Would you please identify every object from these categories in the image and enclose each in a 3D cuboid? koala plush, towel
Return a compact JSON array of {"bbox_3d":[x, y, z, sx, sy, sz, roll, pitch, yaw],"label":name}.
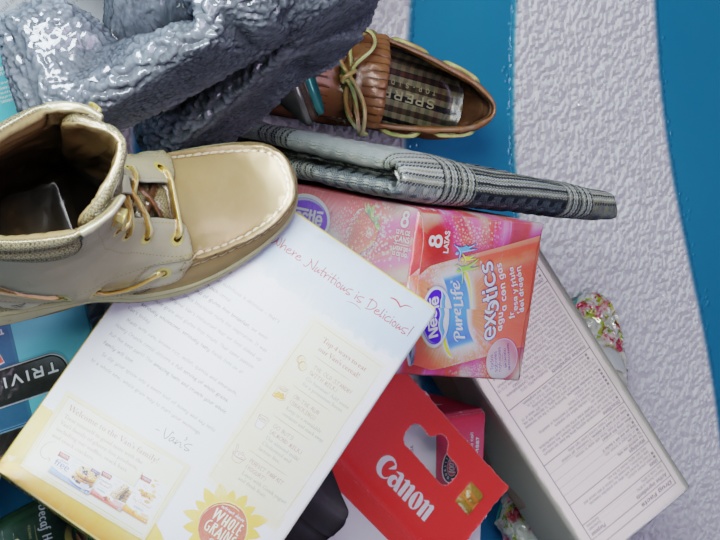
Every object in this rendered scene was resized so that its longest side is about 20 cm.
[{"bbox_3d":[-0.099,-0.182,0.961,0.200,0.184,0.177,63,18,12],"label":"koala plush"},{"bbox_3d":[0.025,-0.063,1.143,0.192,0.200,0.035,4,96,-43],"label":"towel"}]

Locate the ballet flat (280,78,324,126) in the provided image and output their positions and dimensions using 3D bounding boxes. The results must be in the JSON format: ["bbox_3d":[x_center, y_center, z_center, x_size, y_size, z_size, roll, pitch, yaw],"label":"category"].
[{"bbox_3d":[-0.076,-0.173,1.107,0.064,0.067,0.200,-16,86,4],"label":"ballet flat"}]

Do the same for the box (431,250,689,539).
[{"bbox_3d":[0.123,0.091,1.281,0.095,0.078,0.200,-35,100,-18],"label":"box"}]

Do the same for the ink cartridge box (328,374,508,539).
[{"bbox_3d":[0.007,0.178,1.140,0.200,0.050,0.161,-49,133,-9],"label":"ink cartridge box"}]

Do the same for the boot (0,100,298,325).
[{"bbox_3d":[-0.112,-0.035,0.897,0.200,0.155,0.073,-14,78,-17],"label":"boot"}]

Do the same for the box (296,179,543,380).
[{"bbox_3d":[0.000,0.000,1.130,0.103,0.200,0.095,5,96,-39],"label":"box"}]

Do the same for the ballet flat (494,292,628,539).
[{"bbox_3d":[0.160,0.114,1.370,0.076,0.064,0.200,26,80,-40],"label":"ballet flat"}]

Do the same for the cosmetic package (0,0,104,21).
[{"bbox_3d":[-0.205,-0.151,1.020,0.101,0.071,0.200,-50,124,-21],"label":"cosmetic package"}]

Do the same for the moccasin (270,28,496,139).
[{"bbox_3d":[-0.002,-0.117,1.187,0.201,0.078,0.074,18,84,-36],"label":"moccasin"}]

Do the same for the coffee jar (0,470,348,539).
[{"bbox_3d":[-0.107,0.143,1.066,0.200,0.104,0.085,-32,140,10],"label":"coffee jar"}]

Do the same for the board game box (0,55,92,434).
[{"bbox_3d":[-0.225,-0.007,0.970,0.151,0.047,0.200,-18,111,-23],"label":"board game box"}]

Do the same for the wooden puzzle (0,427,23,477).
[{"bbox_3d":[-0.252,0.024,1.018,0.185,0.037,0.200,28,84,-27],"label":"wooden puzzle"}]

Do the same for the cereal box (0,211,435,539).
[{"bbox_3d":[-0.073,0.062,0.988,0.144,0.040,0.200,35,77,-1],"label":"cereal box"}]

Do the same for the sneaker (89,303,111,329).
[{"bbox_3d":[-0.132,0.025,1.105,0.115,0.075,0.200,5,96,-42],"label":"sneaker"}]

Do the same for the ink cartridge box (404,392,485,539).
[{"bbox_3d":[-0.022,0.162,1.213,0.200,0.084,0.145,-5,101,-39],"label":"ink cartridge box"}]
